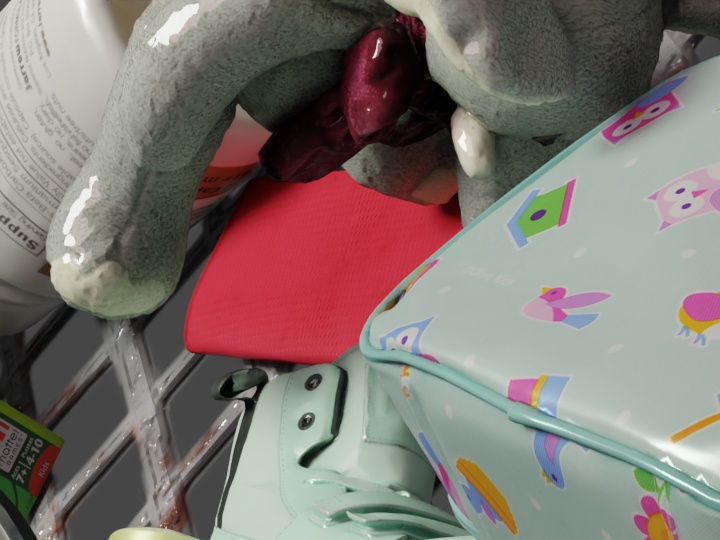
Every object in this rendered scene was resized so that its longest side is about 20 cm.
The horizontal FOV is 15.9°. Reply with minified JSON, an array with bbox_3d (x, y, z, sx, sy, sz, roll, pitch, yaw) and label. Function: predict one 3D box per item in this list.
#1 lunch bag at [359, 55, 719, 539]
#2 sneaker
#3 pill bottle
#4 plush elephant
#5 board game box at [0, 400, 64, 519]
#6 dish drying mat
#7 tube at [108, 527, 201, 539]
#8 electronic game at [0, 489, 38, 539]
[{"bbox_3d":[0.107,0.015,0.604,0.160,0.077,0.200,-36,25,-18],"label":"lunch bag"},{"bbox_3d":[0.009,0.065,0.741,0.200,0.074,0.119,-19,51,54],"label":"sneaker"},{"bbox_3d":[-0.111,-0.054,1.030,0.200,0.114,0.115,-38,31,44],"label":"pill bottle"},{"bbox_3d":[0.024,-0.062,0.744,0.155,0.164,0.201,33,123,37],"label":"plush elephant"},{"bbox_3d":[-0.202,0.146,1.038,0.101,0.048,0.201,-6,55,57],"label":"board game box"},{"bbox_3d":[0.000,0.000,0.901,0.200,0.018,0.077,2,61,59],"label":"dish drying mat"},{"bbox_3d":[-0.084,0.180,0.806,0.052,0.058,0.201,6,65,23],"label":"tube"},{"bbox_3d":[-0.174,0.150,0.826,0.199,0.042,0.201,-11,67,28],"label":"electronic game"}]
